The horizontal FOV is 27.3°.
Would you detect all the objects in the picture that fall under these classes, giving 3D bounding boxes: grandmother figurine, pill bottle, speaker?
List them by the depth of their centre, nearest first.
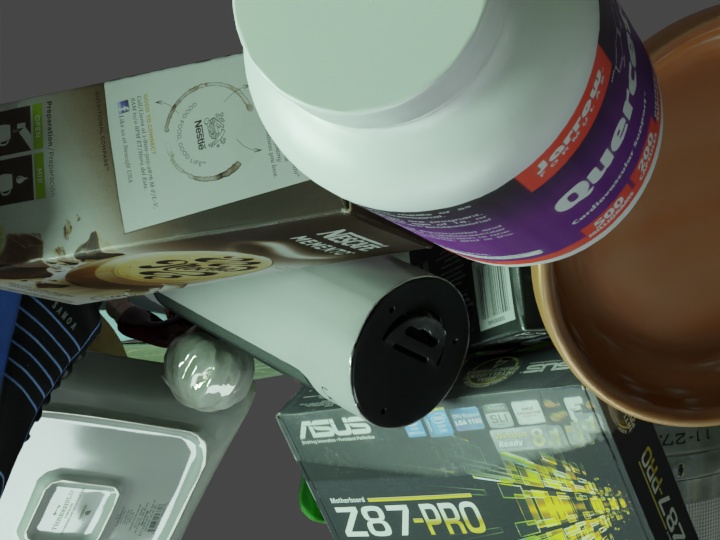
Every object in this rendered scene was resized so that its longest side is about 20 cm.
[{"bbox_3d":[0.033,-0.067,0.494,0.112,0.113,0.200,-9,170,18],"label":"pill bottle"},{"bbox_3d":[-0.037,0.011,0.779,0.081,0.081,0.200,4,-165,-44],"label":"speaker"},{"bbox_3d":[-0.096,0.028,0.912,0.121,0.061,0.200,-3,-160,-7],"label":"grandmother figurine"}]

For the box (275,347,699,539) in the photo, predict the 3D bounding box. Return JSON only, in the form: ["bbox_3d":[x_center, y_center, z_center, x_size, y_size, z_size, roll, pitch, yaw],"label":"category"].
[{"bbox_3d":[0.071,0.124,0.791,0.200,0.162,0.049,-9,-158,36],"label":"box"}]

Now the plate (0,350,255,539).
[{"bbox_3d":[-0.180,0.140,0.911,0.200,0.200,0.032,12,-155,-34],"label":"plate"}]

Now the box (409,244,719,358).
[{"bbox_3d":[0.141,-0.023,0.784,0.199,0.125,0.149,-3,172,-19],"label":"box"}]

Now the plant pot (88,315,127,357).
[{"bbox_3d":[-0.261,0.060,0.942,0.199,0.201,0.142,-7,148,6],"label":"plant pot"}]

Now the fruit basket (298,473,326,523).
[{"bbox_3d":[0.058,0.134,1.018,0.215,0.156,0.216,10,177,0],"label":"fruit basket"}]

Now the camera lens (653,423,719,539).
[{"bbox_3d":[0.152,0.142,0.895,0.159,0.201,0.160,-1,-172,0],"label":"camera lens"}]

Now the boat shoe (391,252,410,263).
[{"bbox_3d":[0.000,0.000,0.958,0.068,0.072,0.200,-1,158,-28],"label":"boat shoe"}]

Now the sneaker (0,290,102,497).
[{"bbox_3d":[-0.183,0.048,0.805,0.078,0.201,0.070,10,-175,-43],"label":"sneaker"}]

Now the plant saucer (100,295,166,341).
[{"bbox_3d":[-0.241,0.030,1.143,0.200,0.039,0.201,-6,170,-1],"label":"plant saucer"}]

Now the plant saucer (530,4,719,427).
[{"bbox_3d":[0.165,-0.026,0.667,0.199,0.201,0.037,-3,-157,-18],"label":"plant saucer"}]

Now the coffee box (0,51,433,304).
[{"bbox_3d":[-0.079,-0.040,0.687,0.199,0.080,0.113,-9,169,21],"label":"coffee box"}]
